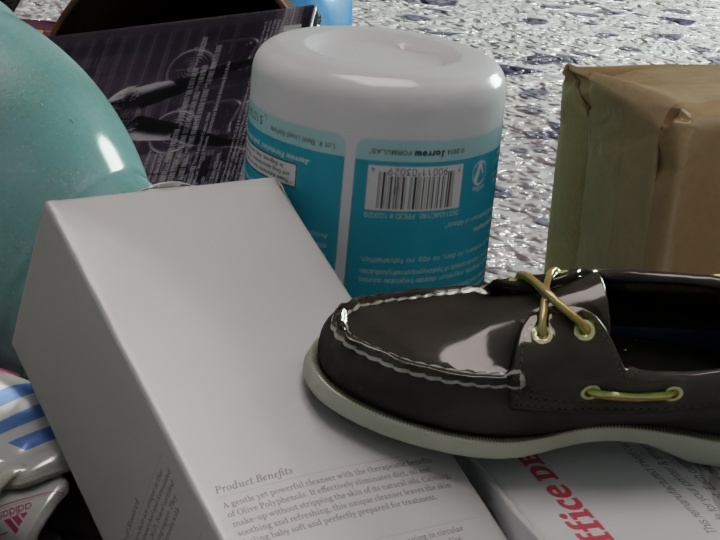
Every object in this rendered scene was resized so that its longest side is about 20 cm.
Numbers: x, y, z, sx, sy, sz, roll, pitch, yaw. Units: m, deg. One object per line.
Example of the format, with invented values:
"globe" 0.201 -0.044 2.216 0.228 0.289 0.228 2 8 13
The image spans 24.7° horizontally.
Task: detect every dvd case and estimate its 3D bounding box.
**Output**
"dvd case" -0.127 -0.079 0.906 0.199 0.016 0.149 -3 52 20

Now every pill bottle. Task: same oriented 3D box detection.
"pill bottle" 0.000 0.000 0.728 0.110 0.201 0.111 5 20 -2

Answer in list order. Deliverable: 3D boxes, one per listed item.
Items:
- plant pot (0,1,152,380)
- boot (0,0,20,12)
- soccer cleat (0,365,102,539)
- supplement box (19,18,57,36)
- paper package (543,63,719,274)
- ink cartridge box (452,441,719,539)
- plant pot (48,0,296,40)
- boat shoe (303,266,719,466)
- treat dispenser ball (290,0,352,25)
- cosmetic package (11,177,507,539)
"plant pot" -0.171 -0.013 0.765 0.134 0.201 0.200 30 26 13
"boot" -0.238 -0.116 0.890 0.079 0.212 0.158 27 -2 -9
"soccer cleat" -0.152 0.079 0.666 0.199 0.070 0.086 6 24 4
"supplement box" -0.267 -0.098 1.076 0.130 0.104 0.200 2 19 -5
"paper package" 0.192 0.001 0.785 0.199 0.192 0.103 -4 21 -25
"ink cartridge box" 0.136 0.111 0.627 0.199 0.084 0.145 -2 22 -20
"plant pot" -0.077 -0.097 1.048 0.186 0.188 0.200 12 7 19
"boat shoe" 0.080 0.026 0.593 0.200 0.061 0.072 5 37 -15
"treat dispenser ball" -0.105 -0.194 1.232 0.199 0.202 0.201 5 20 -2
"cosmetic package" -0.043 0.063 0.609 0.107 0.085 0.200 -7 46 -32
